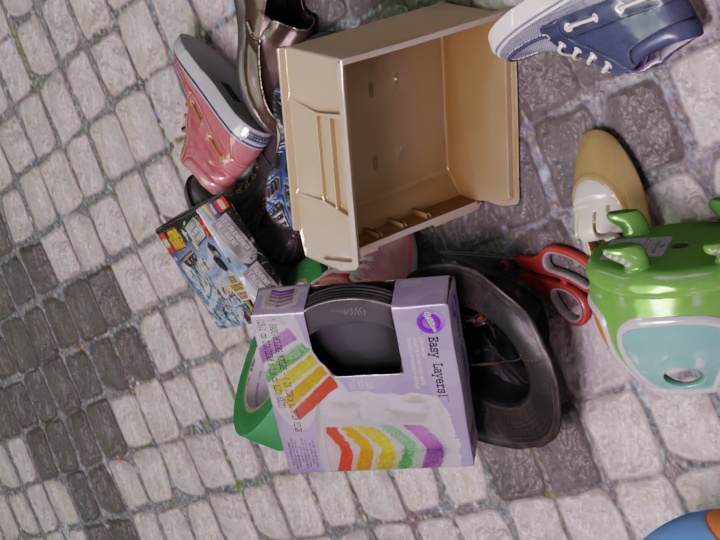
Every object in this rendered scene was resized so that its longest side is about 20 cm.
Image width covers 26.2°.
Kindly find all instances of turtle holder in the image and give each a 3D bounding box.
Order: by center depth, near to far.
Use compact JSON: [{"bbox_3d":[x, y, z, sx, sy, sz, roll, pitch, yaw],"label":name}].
[{"bbox_3d":[0.273,0.021,1.219,0.141,0.184,0.133,-121,20,-72],"label":"turtle holder"}]

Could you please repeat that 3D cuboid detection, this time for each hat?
[{"bbox_3d":[0.129,0.066,1.445,0.200,0.081,0.201,28,136,30],"label":"hat"}]

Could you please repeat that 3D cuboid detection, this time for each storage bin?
[{"bbox_3d":[0.038,-0.120,1.366,0.093,0.199,0.200,22,125,45],"label":"storage bin"}]

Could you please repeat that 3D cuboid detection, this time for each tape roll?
[{"bbox_3d":[-0.068,0.086,1.609,0.201,0.048,0.201,-56,20,32],"label":"tape roll"}]

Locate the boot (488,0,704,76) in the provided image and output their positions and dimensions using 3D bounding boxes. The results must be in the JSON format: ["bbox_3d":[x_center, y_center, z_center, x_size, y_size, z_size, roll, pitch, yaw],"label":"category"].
[{"bbox_3d":[0.184,-0.189,1.250,0.200,0.072,0.091,-28,81,53],"label":"boot"}]

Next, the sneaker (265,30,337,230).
[{"bbox_3d":[-0.051,-0.140,1.548,0.075,0.077,0.201,16,93,8],"label":"sneaker"}]

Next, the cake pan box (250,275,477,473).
[{"bbox_3d":[0.007,0.095,1.419,0.183,0.052,0.201,-4,124,9],"label":"cake pan box"}]

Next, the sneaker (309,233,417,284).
[{"bbox_3d":[0.000,0.000,1.498,0.075,0.105,0.201,-14,59,27],"label":"sneaker"}]

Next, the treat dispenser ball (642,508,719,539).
[{"bbox_3d":[0.299,0.295,1.257,0.200,0.200,0.202,28,129,41],"label":"treat dispenser ball"}]

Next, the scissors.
[{"bbox_3d":[0.146,-0.010,1.448,0.200,0.014,0.074,30,132,41],"label":"scissors"}]

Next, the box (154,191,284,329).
[{"bbox_3d":[-0.150,-0.007,1.673,0.137,0.040,0.200,57,161,-8],"label":"box"}]

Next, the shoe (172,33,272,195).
[{"bbox_3d":[-0.168,-0.168,1.661,0.091,0.071,0.200,-54,47,21],"label":"shoe"}]

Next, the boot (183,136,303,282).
[{"bbox_3d":[-0.104,-0.103,1.680,0.200,0.069,0.175,39,130,27],"label":"boot"}]

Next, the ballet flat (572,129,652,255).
[{"bbox_3d":[0.216,-0.019,1.310,0.068,0.063,0.201,-14,97,53],"label":"ballet flat"}]

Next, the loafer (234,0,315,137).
[{"bbox_3d":[-0.083,-0.232,1.563,0.071,0.073,0.201,4,110,50],"label":"loafer"}]

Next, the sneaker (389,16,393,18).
[{"bbox_3d":[0.032,-0.147,1.483,0.078,0.066,0.201,32,132,21],"label":"sneaker"}]
